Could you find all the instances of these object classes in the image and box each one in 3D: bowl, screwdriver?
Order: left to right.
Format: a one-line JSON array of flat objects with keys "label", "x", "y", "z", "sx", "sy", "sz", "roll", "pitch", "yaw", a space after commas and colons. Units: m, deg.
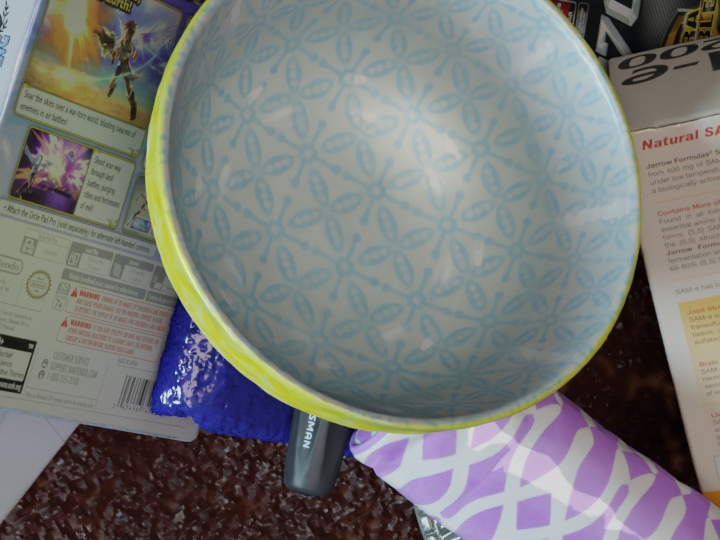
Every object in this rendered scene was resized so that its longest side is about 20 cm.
[{"label": "bowl", "x": 0.000, "y": -0.025, "z": 0.883, "sx": 0.199, "sy": 0.108, "sz": 0.201, "roll": 6, "pitch": 74, "yaw": -21}, {"label": "screwdriver", "x": 0.000, "y": 0.000, "z": 0.953, "sx": 0.028, "sy": 0.029, "sz": 0.201, "roll": 11, "pitch": 96, "yaw": -37}]

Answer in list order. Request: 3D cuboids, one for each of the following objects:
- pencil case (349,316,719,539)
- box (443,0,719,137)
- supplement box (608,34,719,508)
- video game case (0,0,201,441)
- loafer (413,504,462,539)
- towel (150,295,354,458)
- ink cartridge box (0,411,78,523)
[{"label": "pencil case", "x": 0.090, "y": 0.097, "z": 0.958, "sx": 0.200, "sy": 0.086, "sz": 0.084, "roll": 37, "pitch": 123, "yaw": -11}, {"label": "box", "x": 0.110, "y": -0.153, "z": 0.980, "sx": 0.159, "sy": 0.046, "sz": 0.201, "roll": 5, "pitch": 97, "yaw": -32}, {"label": "supplement box", "x": 0.189, "y": -0.004, "z": 0.965, "sx": 0.126, "sy": 0.074, "sz": 0.200, "roll": -11, "pitch": 120, "yaw": 10}, {"label": "video game case", "x": -0.111, "y": -0.029, "z": 0.925, "sx": 0.045, "sy": 0.200, "sz": 0.182, "roll": 18, "pitch": 90, "yaw": 30}, {"label": "loafer", "x": 0.089, "y": 0.140, "z": 1.041, "sx": 0.075, "sy": 0.070, "sz": 0.200, "roll": -26, "pitch": 88, "yaw": 26}, {"label": "towel", "x": -0.011, "y": -0.020, "z": 0.990, "sx": 0.147, "sy": 0.049, "sz": 0.201, "roll": 15, "pitch": 92, "yaw": -36}, {"label": "ink cartridge box", "x": -0.223, "y": 0.050, "z": 0.926, "sx": 0.200, "sy": 0.041, "sz": 0.200, "roll": 53, "pitch": 58, "yaw": -29}]
